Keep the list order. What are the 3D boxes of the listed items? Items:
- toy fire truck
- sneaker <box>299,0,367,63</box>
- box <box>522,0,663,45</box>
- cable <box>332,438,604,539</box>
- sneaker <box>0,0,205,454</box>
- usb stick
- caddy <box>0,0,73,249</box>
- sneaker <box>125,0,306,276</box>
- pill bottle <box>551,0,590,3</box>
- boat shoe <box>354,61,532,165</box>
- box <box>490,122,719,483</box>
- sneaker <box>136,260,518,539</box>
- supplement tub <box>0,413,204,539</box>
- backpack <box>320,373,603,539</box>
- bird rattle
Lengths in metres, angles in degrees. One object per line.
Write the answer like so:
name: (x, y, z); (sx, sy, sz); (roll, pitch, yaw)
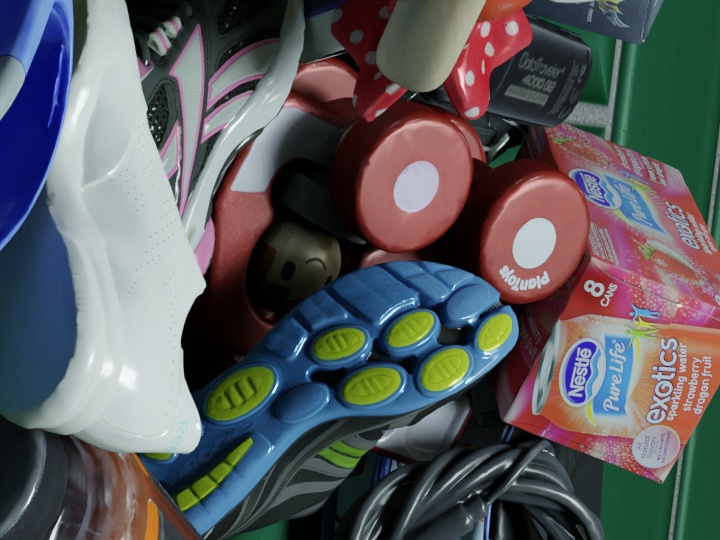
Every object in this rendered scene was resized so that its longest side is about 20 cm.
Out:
toy fire truck: (0.000, 0.000, 1.063); (0.199, 0.112, 0.169); (21, 97, -40)
sneaker: (-0.007, -0.184, 1.008); (0.200, 0.080, 0.147); (-57, 129, -66)
box: (0.106, -0.220, 1.193); (0.051, 0.157, 0.201); (93, 18, -51)
cable: (0.043, 0.170, 1.091); (0.162, 0.051, 0.201); (27, 79, -21)
sneaker: (-0.093, -0.023, 0.819); (0.088, 0.075, 0.201); (25, 48, -42)
usb stick: (0.073, -0.102, 1.121); (0.056, 0.032, 0.200); (-65, 161, 9)
caddy: (-0.156, -0.051, 0.690); (0.200, 0.104, 0.142); (-58, 147, -44)
sneaker: (-0.084, -0.073, 0.903); (0.086, 0.080, 0.201); (48, 47, -49)
pill bottle: (0.092, -0.238, 1.088); (0.113, 0.113, 0.201); (37, 31, -65)
boat shoe: (0.043, -0.077, 1.208); (0.199, 0.073, 0.069); (14, 93, -74)
box: (0.123, 0.009, 1.175); (0.200, 0.095, 0.100); (-97, -149, -65)
sneaker: (-0.022, 0.061, 1.009); (0.071, 0.199, 0.083); (57, -1, 17)
supplement tub: (-0.114, 0.116, 0.852); (0.200, 0.106, 0.108); (63, 41, -55)
backpack: (0.061, 0.133, 1.223); (0.190, 0.153, 0.202); (-5, 95, -74)
bird rattle: (0.038, -0.131, 0.831); (0.200, 0.112, 0.163); (-54, -176, 29)
